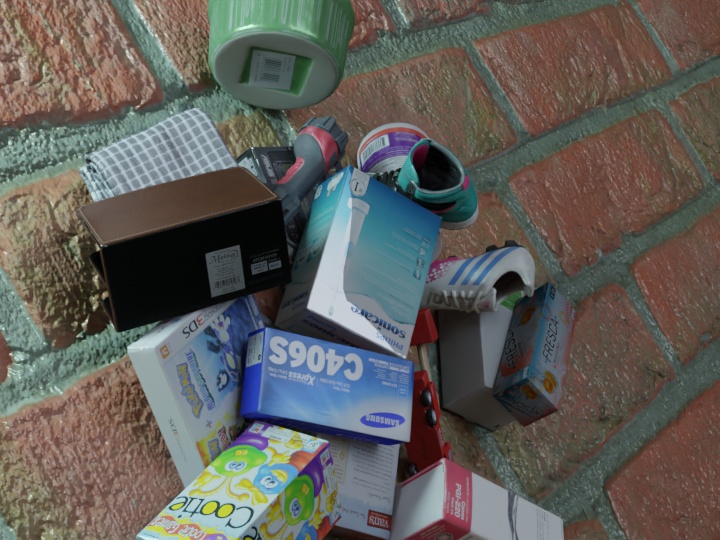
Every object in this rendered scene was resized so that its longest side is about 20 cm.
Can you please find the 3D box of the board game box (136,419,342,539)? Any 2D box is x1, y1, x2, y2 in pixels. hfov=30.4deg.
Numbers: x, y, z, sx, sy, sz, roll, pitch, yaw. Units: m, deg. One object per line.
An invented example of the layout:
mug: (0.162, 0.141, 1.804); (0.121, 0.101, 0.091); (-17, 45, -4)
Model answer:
board game box: (-0.118, 0.261, 1.356); (0.200, 0.102, 0.106); (-43, 133, -44)

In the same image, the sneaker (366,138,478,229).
sneaker: (0.052, -0.112, 1.669); (0.197, 0.121, 0.084); (6, 59, 7)

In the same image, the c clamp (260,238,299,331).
c clamp: (-0.090, 0.052, 1.605); (0.200, 0.027, 0.171); (41, 67, -6)

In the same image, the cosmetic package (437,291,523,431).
cosmetic package: (0.171, 0.104, 1.827); (0.107, 0.085, 0.202); (26, 46, -35)

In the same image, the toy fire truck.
toy fire truck: (0.079, 0.163, 1.684); (0.141, 0.048, 0.202); (-50, 127, -72)

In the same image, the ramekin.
ramekin: (-0.108, -0.300, 1.745); (0.199, 0.199, 0.099); (24, 56, -32)

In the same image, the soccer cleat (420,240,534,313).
soccer cleat: (0.138, 0.024, 1.768); (0.070, 0.198, 0.087); (59, 15, -51)

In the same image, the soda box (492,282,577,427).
soda box: (0.235, 0.111, 1.774); (0.068, 0.063, 0.201); (45, 37, -19)

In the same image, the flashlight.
flashlight: (-0.085, -0.122, 1.668); (0.068, 0.067, 0.200); (51, 44, -12)

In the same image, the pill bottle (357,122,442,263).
pill bottle: (0.058, -0.098, 1.806); (0.111, 0.111, 0.201); (27, 36, -30)

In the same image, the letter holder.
letter holder: (-0.195, -0.030, 1.439); (0.198, 0.142, 0.102); (-16, 117, -19)

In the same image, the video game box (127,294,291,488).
video game box: (-0.155, 0.127, 1.452); (0.182, 0.046, 0.202); (-44, 120, -49)

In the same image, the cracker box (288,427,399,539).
cracker box: (-0.019, 0.201, 1.537); (0.133, 0.057, 0.203); (24, 64, -39)

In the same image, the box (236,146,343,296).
box: (-0.066, -0.066, 1.732); (0.157, 0.048, 0.202); (-7, 70, -48)

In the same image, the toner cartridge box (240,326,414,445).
toner cartridge box: (-0.034, 0.131, 1.472); (0.198, 0.043, 0.096); (14, 71, -30)

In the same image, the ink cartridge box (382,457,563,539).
ink cartridge box: (0.125, 0.320, 1.578); (0.199, 0.145, 0.086); (28, 45, -28)

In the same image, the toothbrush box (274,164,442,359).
toothbrush box: (0.000, 0.000, 1.604); (0.145, 0.085, 0.202); (27, 61, -23)

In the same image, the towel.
towel: (-0.207, -0.073, 1.532); (0.165, 0.085, 0.201); (-29, 86, -31)
